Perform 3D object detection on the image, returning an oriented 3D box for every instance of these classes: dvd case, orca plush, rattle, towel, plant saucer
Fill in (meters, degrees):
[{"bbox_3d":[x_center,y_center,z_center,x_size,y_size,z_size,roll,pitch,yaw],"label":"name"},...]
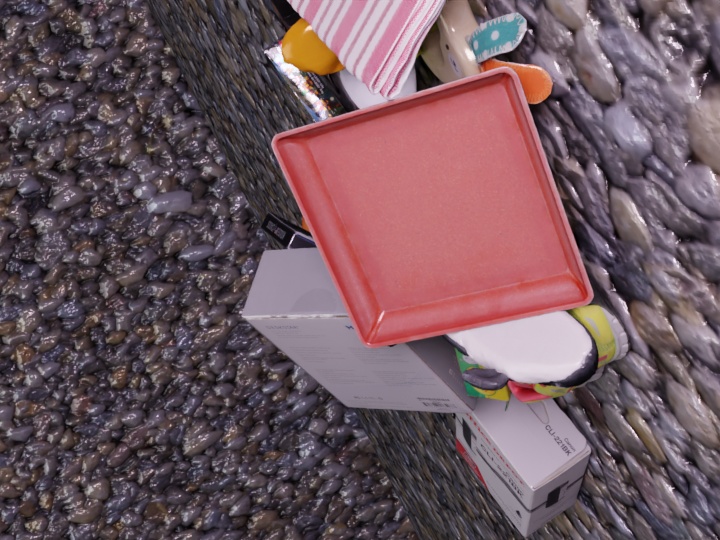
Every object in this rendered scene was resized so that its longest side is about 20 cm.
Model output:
[{"bbox_3d":[0.000,0.000,1.163,0.200,0.025,0.150,27,-178,-18],"label":"dvd case"},{"bbox_3d":[0.111,0.065,0.917,0.200,0.105,0.071,-1,144,34],"label":"orca plush"},{"bbox_3d":[0.036,-0.170,0.865,0.130,0.143,0.200,94,155,-46],"label":"rattle"},{"bbox_3d":[0.012,-0.234,0.845,0.030,0.147,0.200,16,-153,-39],"label":"towel"},{"bbox_3d":[0.058,-0.046,0.865,0.200,0.199,0.037,66,-154,-24],"label":"plant saucer"}]

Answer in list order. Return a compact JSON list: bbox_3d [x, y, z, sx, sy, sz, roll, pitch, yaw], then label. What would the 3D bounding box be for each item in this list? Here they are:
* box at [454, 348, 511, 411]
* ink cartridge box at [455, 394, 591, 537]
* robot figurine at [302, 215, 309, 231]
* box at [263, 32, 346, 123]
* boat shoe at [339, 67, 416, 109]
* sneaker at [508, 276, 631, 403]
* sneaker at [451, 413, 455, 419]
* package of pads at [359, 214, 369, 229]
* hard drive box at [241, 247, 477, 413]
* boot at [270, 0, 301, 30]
[{"bbox_3d":[0.123,0.032,1.049,0.048,0.117,0.200,4,139,24],"label":"box"},{"bbox_3d":[0.182,0.204,1.291,0.144,0.084,0.200,52,167,25],"label":"ink cartridge box"},{"bbox_3d":[-0.005,-0.067,1.322,0.116,0.144,0.200,30,-157,-4],"label":"robot figurine"},{"bbox_3d":[-0.063,-0.219,1.385,0.137,0.038,0.200,54,-179,-7],"label":"box"},{"bbox_3d":[-0.001,-0.231,1.079,0.200,0.072,0.068,62,-171,4],"label":"boat shoe"},{"bbox_3d":[0.170,0.069,0.967,0.078,0.090,0.200,59,169,25],"label":"sneaker"},{"bbox_3d":[0.134,0.136,1.376,0.072,0.083,0.200,52,167,42],"label":"sneaker"},{"bbox_3d":[0.036,-0.094,1.017,0.068,0.154,0.200,54,171,-3],"label":"package of pads"},{"bbox_3d":[0.009,0.060,1.082,0.156,0.077,0.200,-2,148,33],"label":"hard drive box"},{"bbox_3d":[-0.105,-0.371,1.304,0.188,0.068,0.200,53,-175,-43],"label":"boot"}]
